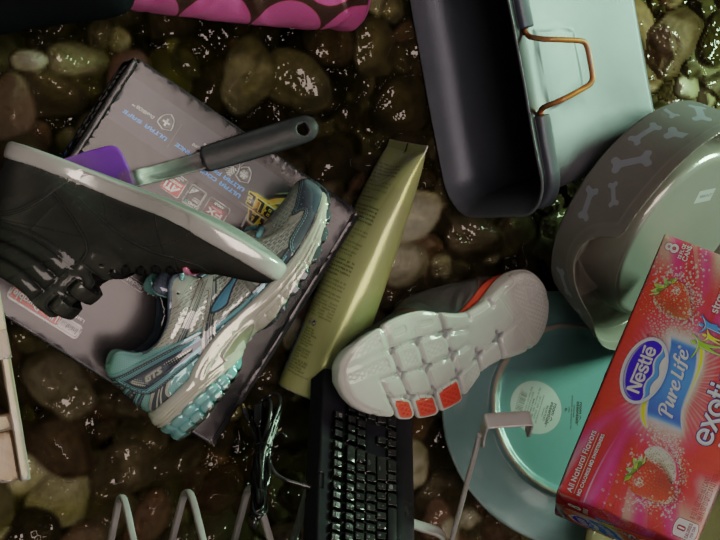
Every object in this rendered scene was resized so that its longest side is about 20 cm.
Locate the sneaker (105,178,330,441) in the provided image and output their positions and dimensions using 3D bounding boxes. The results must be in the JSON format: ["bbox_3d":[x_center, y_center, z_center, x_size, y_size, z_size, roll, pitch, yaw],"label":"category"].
[{"bbox_3d":[-0.095,0.012,1.152,0.086,0.078,0.200,36,78,-9],"label":"sneaker"}]

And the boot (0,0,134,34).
[{"bbox_3d":[-0.247,-0.139,1.102,0.200,0.076,0.168,15,87,17],"label":"boot"}]

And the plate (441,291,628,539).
[{"bbox_3d":[0.159,0.108,1.291,0.200,0.026,0.200,5,72,-14],"label":"plate"}]

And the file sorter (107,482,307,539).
[{"bbox_3d":[-0.074,0.226,1.176,0.200,0.125,0.139,-2,133,-20],"label":"file sorter"}]

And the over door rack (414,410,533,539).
[{"bbox_3d":[0.071,0.210,1.187,0.067,0.200,0.148,5,47,-20],"label":"over door rack"}]

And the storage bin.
[{"bbox_3d":[0.139,-0.152,1.253,0.134,0.146,0.200,-17,99,-29],"label":"storage bin"}]

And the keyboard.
[{"bbox_3d":[-0.021,0.145,1.141,0.127,0.021,0.200,16,43,-15],"label":"keyboard"}]

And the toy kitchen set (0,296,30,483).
[{"bbox_3d":[-0.311,0.063,1.057,0.180,0.200,0.163,-12,97,-19],"label":"toy kitchen set"}]

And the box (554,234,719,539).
[{"bbox_3d":[0.215,0.091,1.176,0.100,0.095,0.200,22,76,13],"label":"box"}]

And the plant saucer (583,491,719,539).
[{"bbox_3d":[0.258,0.201,1.206,0.200,0.200,0.029,-26,128,-17],"label":"plant saucer"}]

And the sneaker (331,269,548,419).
[{"bbox_3d":[0.047,0.052,1.238,0.200,0.082,0.077,-19,107,-39],"label":"sneaker"}]

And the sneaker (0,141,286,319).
[{"bbox_3d":[-0.152,-0.004,1.109,0.200,0.071,0.099,21,90,5],"label":"sneaker"}]

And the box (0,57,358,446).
[{"bbox_3d":[-0.134,-0.012,1.201,0.200,0.050,0.199,35,80,-18],"label":"box"}]

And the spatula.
[{"bbox_3d":[-0.121,-0.072,1.166,0.200,0.021,0.057,-19,91,-19],"label":"spatula"}]

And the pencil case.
[{"bbox_3d":[-0.092,-0.220,1.184,0.200,0.091,0.094,1,124,-21],"label":"pencil case"}]

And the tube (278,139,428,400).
[{"bbox_3d":[0.000,0.000,1.240,0.052,0.058,0.200,22,88,-62],"label":"tube"}]

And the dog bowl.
[{"bbox_3d":[0.222,-0.038,1.272,0.200,0.059,0.200,-33,146,-26],"label":"dog bowl"}]
